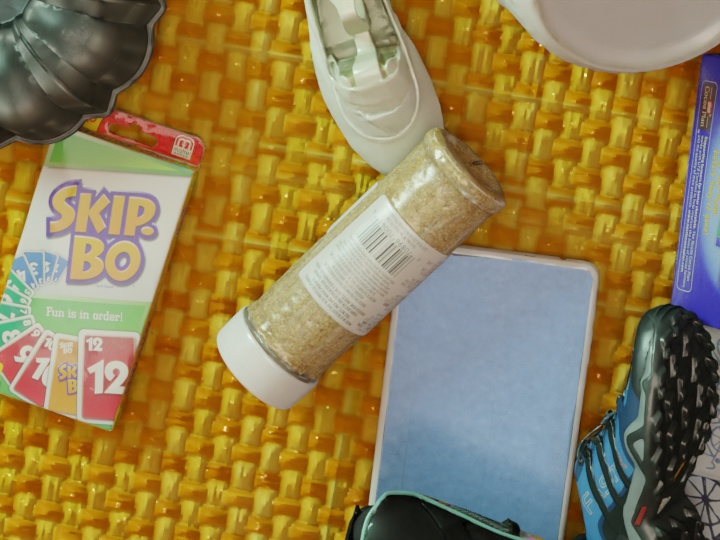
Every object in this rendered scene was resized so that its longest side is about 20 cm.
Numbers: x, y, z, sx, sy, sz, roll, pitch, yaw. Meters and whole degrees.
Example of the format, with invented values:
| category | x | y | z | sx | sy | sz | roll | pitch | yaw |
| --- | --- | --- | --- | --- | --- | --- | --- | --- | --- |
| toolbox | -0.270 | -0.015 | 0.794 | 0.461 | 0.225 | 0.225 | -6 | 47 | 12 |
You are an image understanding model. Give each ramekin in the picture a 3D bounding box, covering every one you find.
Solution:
| category | x | y | z | sx | sy | sz | roll | pitch | yaw |
| --- | --- | --- | --- | --- | --- | --- | --- | --- | --- |
| ramekin | 0.160 | -0.207 | 1.459 | 0.202 | 0.094 | 0.203 | -8 | 130 | -10 |

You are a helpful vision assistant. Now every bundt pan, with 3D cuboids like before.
| category | x | y | z | sx | sy | sz | roll | pitch | yaw |
| --- | --- | --- | --- | --- | --- | --- | --- | --- | --- |
| bundt pan | -0.226 | -0.175 | 1.540 | 0.201 | 0.076 | 0.202 | 0 | 93 | 8 |

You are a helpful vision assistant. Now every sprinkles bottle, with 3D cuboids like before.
| category | x | y | z | sx | sy | sz | roll | pitch | yaw |
| --- | --- | --- | --- | --- | --- | --- | --- | --- | --- |
| sprinkles bottle | 0.000 | 0.000 | 1.560 | 0.200 | 0.068 | 0.068 | -43 | 95 | 16 |

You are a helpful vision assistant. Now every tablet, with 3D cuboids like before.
| category | x | y | z | sx | sy | sz | roll | pitch | yaw |
| --- | --- | --- | --- | --- | --- | --- | --- | --- | --- |
| tablet | 0.078 | 0.085 | 1.607 | 0.130 | 0.014 | 0.200 | 7 | 102 | 3 |

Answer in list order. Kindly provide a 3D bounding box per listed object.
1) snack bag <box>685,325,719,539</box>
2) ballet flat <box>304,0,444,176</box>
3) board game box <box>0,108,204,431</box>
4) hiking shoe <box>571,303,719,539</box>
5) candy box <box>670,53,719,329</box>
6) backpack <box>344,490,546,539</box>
| category | x | y | z | sx | sy | sz | roll | pitch | yaw |
| --- | --- | --- | --- | --- | --- | --- | --- | --- | --- |
| snack bag | 0.267 | 0.140 | 1.544 | 0.188 | 0.021 | 0.200 | 15 | 112 | 36 |
| ballet flat | -0.002 | -0.145 | 1.545 | 0.069 | 0.069 | 0.200 | -18 | 99 | 7 |
| board game box | -0.174 | -0.005 | 1.605 | 0.095 | 0.030 | 0.200 | 19 | 99 | 1 |
| hiking shoe | 0.168 | 0.111 | 1.553 | 0.087 | 0.074 | 0.200 | 20 | 117 | 38 |
| candy box | 0.288 | -0.033 | 1.479 | 0.077 | 0.200 | 0.169 | -3 | 104 | -38 |
| backpack | 0.072 | 0.245 | 1.552 | 0.200 | 0.153 | 0.176 | 15 | 74 | 0 |
